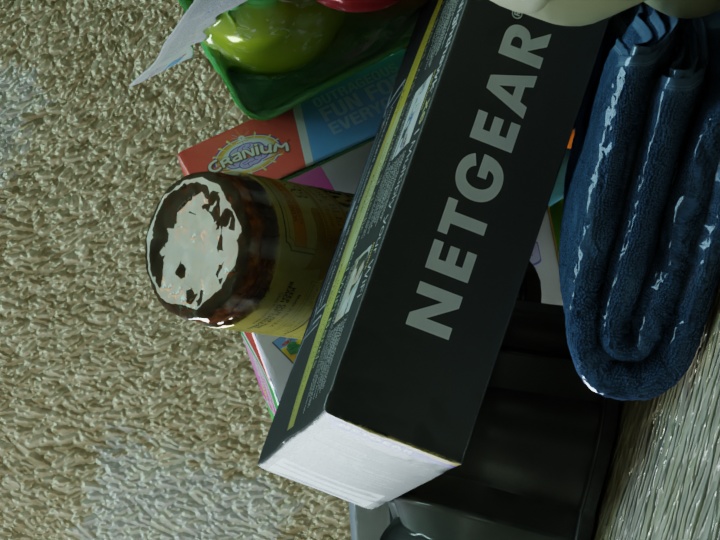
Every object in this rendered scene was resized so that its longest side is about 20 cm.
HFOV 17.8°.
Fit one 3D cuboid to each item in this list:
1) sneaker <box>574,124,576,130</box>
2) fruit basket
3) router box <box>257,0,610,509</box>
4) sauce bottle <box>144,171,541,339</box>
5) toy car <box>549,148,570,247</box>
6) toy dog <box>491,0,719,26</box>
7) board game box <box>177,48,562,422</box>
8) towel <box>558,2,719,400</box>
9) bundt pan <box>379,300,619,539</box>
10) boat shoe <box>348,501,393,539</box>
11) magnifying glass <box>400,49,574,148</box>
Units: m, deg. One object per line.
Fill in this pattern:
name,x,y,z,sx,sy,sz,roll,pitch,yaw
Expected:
sneaker,0.118,-0.141,0.948,0.114,0.075,0.200,-86,9,-65
fruit basket,-0.005,-0.139,0.935,0.185,0.094,0.200,-29,-6,-15
router box,0.028,-0.021,0.836,0.157,0.052,0.200,133,157,-75
sauce bottle,0.000,0.000,0.967,0.200,0.066,0.066,8,-80,-49
toy car,0.041,-0.068,1.275,0.175,0.200,0.150,-46,-15,-41
toy dog,0.083,-0.184,0.669,0.194,0.139,0.200,-41,-20,-58
board game box,0.014,-0.006,1.051,0.040,0.153,0.200,58,169,41
towel,0.095,-0.035,0.772,0.200,0.048,0.112,-72,-4,-73
bundt pan,0.047,0.103,0.942,0.202,0.076,0.202,14,-90,-89
boat shoe,0.034,0.180,1.077,0.074,0.065,0.201,-115,18,-80
magnifying glass,0.045,-0.081,1.170,0.080,0.200,0.022,-47,44,50
